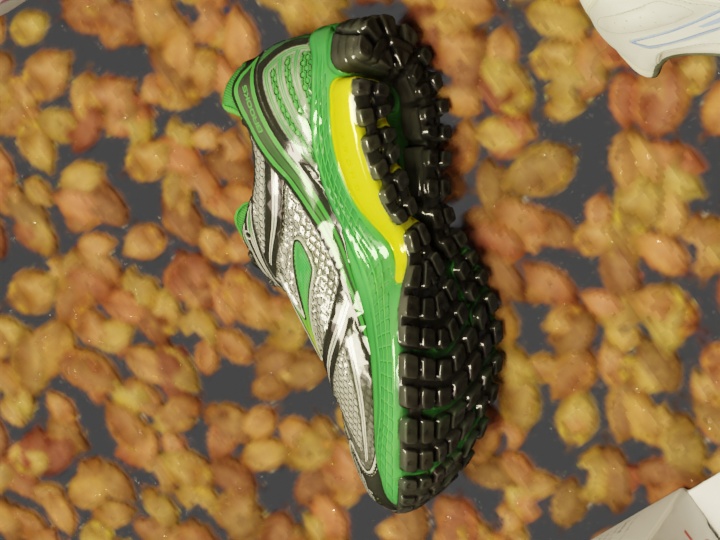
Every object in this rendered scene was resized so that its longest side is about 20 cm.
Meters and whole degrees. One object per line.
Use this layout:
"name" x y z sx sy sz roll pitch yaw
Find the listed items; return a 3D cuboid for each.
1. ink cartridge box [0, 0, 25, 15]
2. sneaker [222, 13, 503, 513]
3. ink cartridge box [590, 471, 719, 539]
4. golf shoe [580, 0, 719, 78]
"ink cartridge box" -0.148 -0.182 0.944 0.200 0.085 0.145 -23 98 45
"sneaker" 0.000 0.000 0.984 0.085 0.078 0.200 -6 99 35
"ink cartridge box" 0.112 0.171 0.994 0.200 0.067 0.116 -36 91 33
"golf shoe" 0.170 -0.116 0.860 0.200 0.078 0.097 -3 136 25
